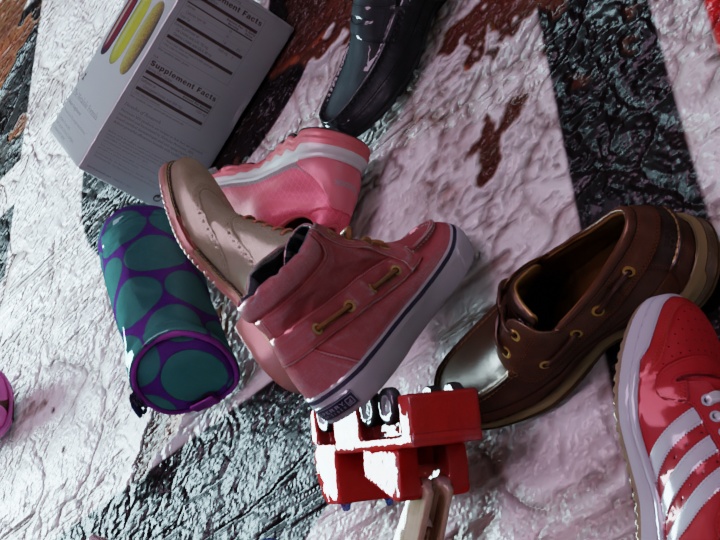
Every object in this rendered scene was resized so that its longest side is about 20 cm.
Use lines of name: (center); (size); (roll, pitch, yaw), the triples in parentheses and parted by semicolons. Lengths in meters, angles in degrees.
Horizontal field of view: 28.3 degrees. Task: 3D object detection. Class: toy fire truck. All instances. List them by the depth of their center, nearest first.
toy fire truck: (0.033, 0.136, 0.806); (0.200, 0.049, 0.142); (160, 106, -64)

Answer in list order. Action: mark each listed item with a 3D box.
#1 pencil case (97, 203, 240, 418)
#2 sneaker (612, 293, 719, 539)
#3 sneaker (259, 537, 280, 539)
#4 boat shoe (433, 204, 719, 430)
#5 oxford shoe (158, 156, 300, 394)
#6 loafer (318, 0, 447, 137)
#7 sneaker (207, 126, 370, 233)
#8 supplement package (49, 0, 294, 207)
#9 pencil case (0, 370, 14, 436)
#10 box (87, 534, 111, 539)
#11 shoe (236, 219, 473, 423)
pencil case: (-0.156, 0.030, 1.129); (0.085, 0.093, 0.200); (-19, 37, -5)
sneaker: (0.176, 0.093, 0.637); (0.112, 0.071, 0.201); (-28, 54, 47)
sneaker: (-0.096, 0.254, 0.910); (0.200, 0.077, 0.085); (-48, 25, 8)
boat shoe: (0.103, 0.022, 0.787); (0.200, 0.067, 0.072); (-39, 42, 39)
oxford shoe: (-0.071, -0.012, 1.012); (0.074, 0.071, 0.200); (-42, 72, 20)
loafer: (0.019, -0.193, 1.060); (0.201, 0.070, 0.068); (-60, 32, 3)
sneaker: (-0.074, -0.038, 1.077); (0.200, 0.074, 0.087); (-25, 52, 46)
supplement package: (-0.170, -0.170, 1.268); (0.200, 0.109, 0.114); (-58, 33, 7)
pencil case: (-0.424, 0.142, 1.411); (0.200, 0.093, 0.091); (-26, 47, 44)
box: (-0.060, 0.222, 0.751); (0.102, 0.200, 0.095); (12, 77, 57)
shoe: (0.000, 0.000, 0.856); (0.071, 0.091, 0.200); (-33, 12, 36)
